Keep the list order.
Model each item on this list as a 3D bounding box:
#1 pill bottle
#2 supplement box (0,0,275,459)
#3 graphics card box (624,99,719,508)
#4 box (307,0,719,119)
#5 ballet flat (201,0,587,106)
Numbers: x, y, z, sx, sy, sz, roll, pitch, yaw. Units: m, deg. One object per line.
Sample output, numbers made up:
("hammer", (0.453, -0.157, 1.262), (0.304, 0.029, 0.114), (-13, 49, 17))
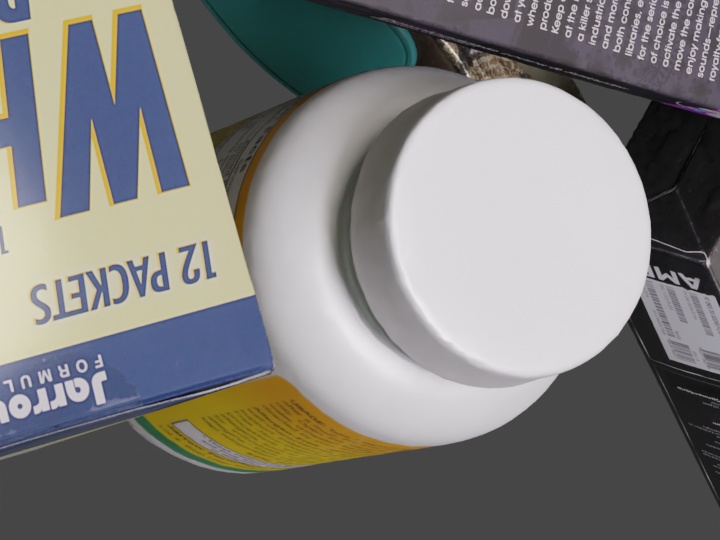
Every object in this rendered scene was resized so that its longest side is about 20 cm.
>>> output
("pill bottle", (0.000, 0.000, 0.898), (0.112, 0.200, 0.113), (4, 80, -26))
("supplement box", (-0.147, -0.038, 0.830), (0.134, 0.200, 0.201), (-16, 90, -28))
("graphics card box", (0.146, -0.004, 0.998), (0.126, 0.051, 0.200), (-59, 145, -21))
("box", (0.058, -0.130, 0.845), (0.200, 0.036, 0.143), (13, 89, -37))
("ballet flat", (0.024, -0.068, 1.000), (0.200, 0.068, 0.075), (42, 46, -9))
